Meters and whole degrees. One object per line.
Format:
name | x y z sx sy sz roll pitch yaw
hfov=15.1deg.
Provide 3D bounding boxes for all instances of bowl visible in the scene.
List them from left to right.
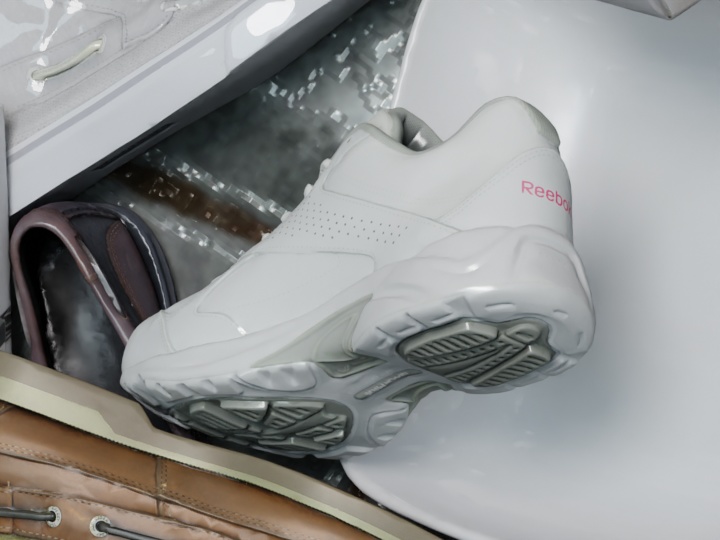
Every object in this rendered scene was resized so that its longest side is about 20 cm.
bowl | 0.091 -0.001 0.883 0.199 0.075 0.201 11 88 49

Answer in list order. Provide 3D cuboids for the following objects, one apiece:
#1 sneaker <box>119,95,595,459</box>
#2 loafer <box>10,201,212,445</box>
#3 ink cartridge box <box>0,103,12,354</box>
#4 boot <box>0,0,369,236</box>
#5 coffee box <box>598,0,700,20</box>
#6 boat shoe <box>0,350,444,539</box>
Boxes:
sneaker | 0.000 0.000 0.886 0.200 0.078 0.100 -18 56 41
loafer | -0.084 0.070 0.965 0.072 0.063 0.200 -21 80 15
ink cartridge box | -0.204 0.037 0.963 0.144 0.084 0.201 5 107 18
boot | -0.089 -0.094 0.971 0.200 0.074 0.096 -31 87 14
coffee box | 0.131 -0.180 0.822 0.200 0.080 0.115 -34 112 -12
boat shoe | -0.051 0.092 0.904 0.200 0.072 0.068 20 80 11
